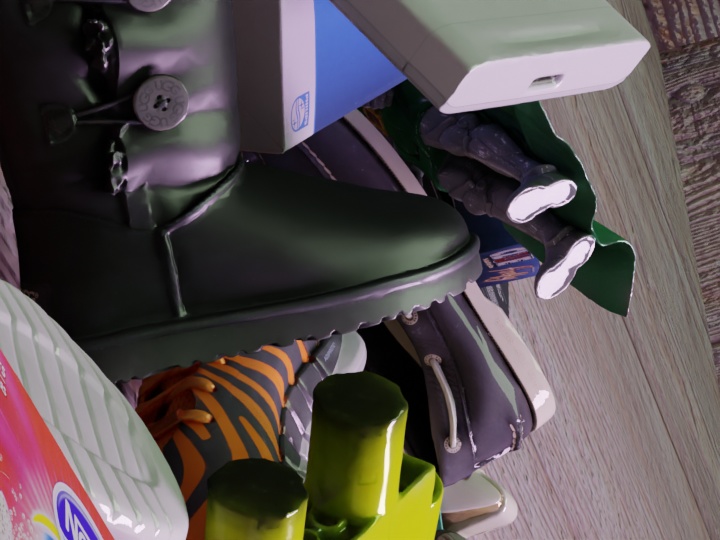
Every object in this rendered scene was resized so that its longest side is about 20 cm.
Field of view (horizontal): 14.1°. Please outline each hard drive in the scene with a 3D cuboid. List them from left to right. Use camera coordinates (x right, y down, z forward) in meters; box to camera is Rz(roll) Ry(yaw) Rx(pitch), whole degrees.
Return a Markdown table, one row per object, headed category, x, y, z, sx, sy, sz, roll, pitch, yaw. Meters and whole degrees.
| category | x | y | z | sx | sy | sz | roll | pitch | yaw |
| --- | --- | --- | --- | --- | --- | --- | --- | --- | --- |
| hard drive | 0.000 | -0.135 | 1.034 | 0.200 | 0.027 | 0.132 | 47 | 29 | 18 |

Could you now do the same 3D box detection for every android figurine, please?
| category | x | y | z | sx | sy | sz | roll | pitch | yaw |
| --- | --- | --- | --- | --- | --- | --- | --- | --- | --- |
| android figurine | -0.026 | 0.135 | 0.944 | 0.182 | 0.041 | 0.201 | -41 | 145 | -48 |

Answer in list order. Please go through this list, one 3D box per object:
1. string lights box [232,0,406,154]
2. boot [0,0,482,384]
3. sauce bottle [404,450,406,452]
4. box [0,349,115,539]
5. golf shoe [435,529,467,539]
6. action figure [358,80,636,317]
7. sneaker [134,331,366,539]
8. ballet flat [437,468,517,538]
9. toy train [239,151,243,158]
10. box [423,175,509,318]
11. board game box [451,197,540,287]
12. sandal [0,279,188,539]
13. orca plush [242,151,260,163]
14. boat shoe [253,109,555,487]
| category | x | y | z | sx | sy | sz | roll | pitch | yaw |
| --- | --- | --- | --- | --- | --- | --- | --- | --- | --- |
| string lights box | -0.033 | -0.098 | 1.081 | 0.200 | 0.102 | 0.059 | -37 | 130 | -61 |
| boot | -0.047 | -0.076 | 0.936 | 0.066 | 0.164 | 0.201 | 7 | -70 | 61 |
| sauce bottle | -0.015 | 0.084 | 1.198 | 0.200 | 0.066 | 0.066 | -15 | 91 | -80 |
| box | -0.105 | 0.095 | 0.655 | 0.100 | 0.095 | 0.200 | -94 | 165 | -46 |
| golf shoe | 0.012 | 0.205 | 1.160 | 0.097 | 0.078 | 0.201 | 153 | -54 | -68 |
| action figure | 0.028 | -0.060 | 1.193 | 0.200 | 0.055 | 0.118 | 42 | -21 | 49 |
| sneaker | -0.068 | 0.036 | 1.011 | 0.112 | 0.077 | 0.200 | 56 | 23 | -17 |
| ballet flat | 0.047 | 0.142 | 1.416 | 0.067 | 0.070 | 0.201 | 47 | 30 | -67 |
| toy train | -0.061 | -0.028 | 1.198 | 0.046 | 0.034 | 0.201 | 77 | 3 | -66 |
| box | 0.014 | -0.050 | 1.471 | 0.141 | 0.079 | 0.200 | -84 | 157 | -52 |
| board game box | 0.046 | -0.099 | 1.363 | 0.135 | 0.034 | 0.201 | 56 | 22 | -83 |
| sandal | -0.118 | 0.035 | 0.803 | 0.203 | 0.050 | 0.083 | 37 | 24 | -53 |
| orca plush | -0.038 | -0.107 | 1.314 | 0.071 | 0.105 | 0.201 | 117 | -33 | -56 |
| boat shoe | 0.000 | 0.000 | 1.172 | 0.200 | 0.063 | 0.073 | 53 | -18 | -13 |
